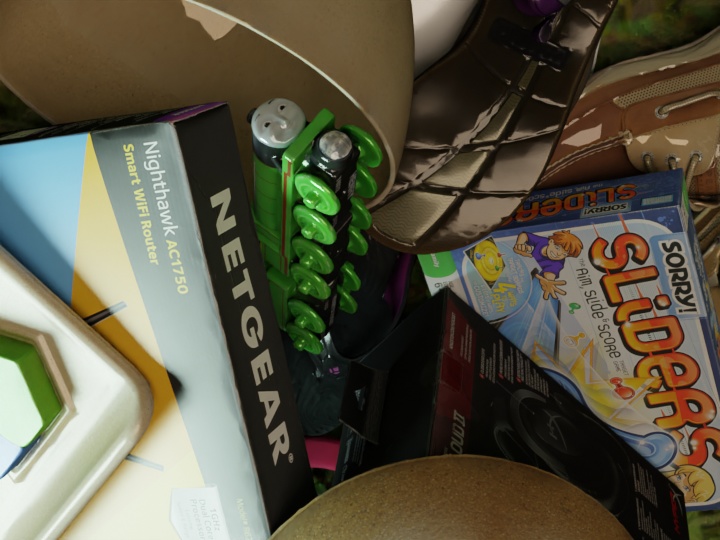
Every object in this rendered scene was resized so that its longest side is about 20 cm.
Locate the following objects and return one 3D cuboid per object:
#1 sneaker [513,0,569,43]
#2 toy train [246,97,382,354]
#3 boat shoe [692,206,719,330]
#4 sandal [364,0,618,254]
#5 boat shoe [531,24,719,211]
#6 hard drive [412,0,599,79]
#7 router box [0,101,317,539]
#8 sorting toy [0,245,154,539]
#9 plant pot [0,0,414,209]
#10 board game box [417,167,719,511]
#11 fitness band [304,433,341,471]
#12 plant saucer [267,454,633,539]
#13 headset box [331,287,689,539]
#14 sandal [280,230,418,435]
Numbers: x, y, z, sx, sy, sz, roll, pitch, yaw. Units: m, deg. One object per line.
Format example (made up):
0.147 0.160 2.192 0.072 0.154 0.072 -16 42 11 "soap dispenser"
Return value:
0.031 -0.191 0.708 0.200 0.074 0.088 36 90 -5 "sneaker"
-0.027 -0.019 0.715 0.056 0.200 0.042 36 69 12 "toy train"
0.191 0.011 0.841 0.072 0.076 0.200 25 106 -19 "boat shoe"
0.068 -0.096 0.772 0.082 0.055 0.200 26 87 3 "sandal"
0.161 -0.068 0.801 0.200 0.072 0.076 -29 143 2 "boat shoe"
0.070 -0.189 0.781 0.132 0.027 0.201 7 107 -12 "hard drive"
-0.110 0.033 0.702 0.149 0.051 0.201 -6 105 28 "router box"
-0.208 0.053 0.702 0.200 0.036 0.185 44 119 5 "sorting toy"
-0.058 -0.131 0.711 0.200 0.200 0.135 26 70 -16 "plant pot"
0.121 0.047 0.820 0.135 0.034 0.200 -9 124 21 "board game box"
-0.007 0.178 0.868 0.200 0.037 0.144 42 80 -16 "fitness band"
0.038 0.178 0.674 0.200 0.035 0.201 -2 107 -5 "plant saucer"
0.070 0.114 0.761 0.200 0.149 0.077 39 116 -16 "headset box"
-0.001 -0.001 0.823 0.075 0.048 0.201 20 105 -15 "sandal"
